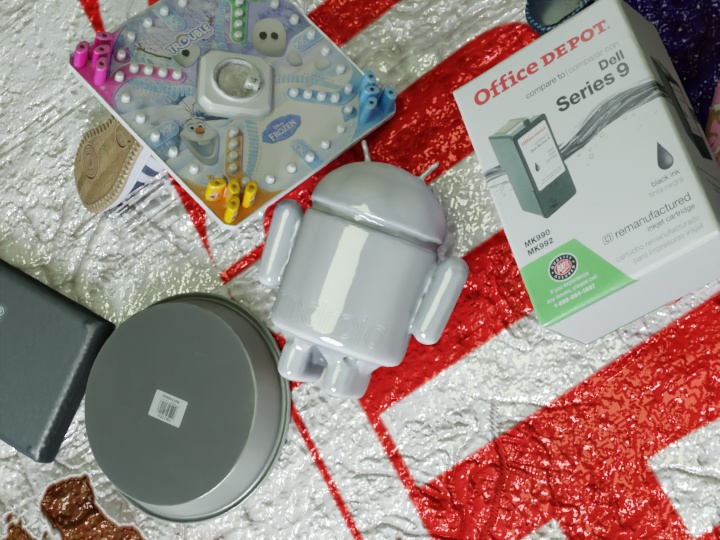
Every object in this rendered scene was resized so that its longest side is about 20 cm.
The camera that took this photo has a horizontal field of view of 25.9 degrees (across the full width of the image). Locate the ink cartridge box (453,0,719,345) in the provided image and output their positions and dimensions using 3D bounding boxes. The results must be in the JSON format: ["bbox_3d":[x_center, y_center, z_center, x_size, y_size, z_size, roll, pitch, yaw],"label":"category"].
[{"bbox_3d":[0.169,-0.071,1.113,0.146,0.084,0.201,-30,64,23],"label":"ink cartridge box"}]

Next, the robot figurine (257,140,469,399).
[{"bbox_3d":[0.000,0.000,1.244,0.169,0.113,0.201,19,90,14],"label":"robot figurine"}]

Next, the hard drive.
[{"bbox_3d":[-0.332,0.069,1.434,0.200,0.033,0.140,27,93,27],"label":"hard drive"}]

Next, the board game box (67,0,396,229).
[{"bbox_3d":[-0.100,-0.156,1.275,0.200,0.026,0.200,45,59,11],"label":"board game box"}]

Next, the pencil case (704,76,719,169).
[{"bbox_3d":[0.285,-0.100,1.144,0.086,0.083,0.201,17,89,15],"label":"pencil case"}]

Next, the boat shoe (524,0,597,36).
[{"bbox_3d":[0.190,-0.273,1.224,0.084,0.069,0.200,36,98,26],"label":"boat shoe"}]

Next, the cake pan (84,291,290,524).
[{"bbox_3d":[-0.155,0.116,1.341,0.199,0.037,0.201,-4,80,24],"label":"cake pan"}]

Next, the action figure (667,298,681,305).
[{"bbox_3d":[0.175,-0.045,1.198,0.052,0.065,0.200,-39,64,-10],"label":"action figure"}]

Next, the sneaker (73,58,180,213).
[{"bbox_3d":[-0.172,-0.118,1.378,0.200,0.108,0.070,-45,65,45],"label":"sneaker"}]
